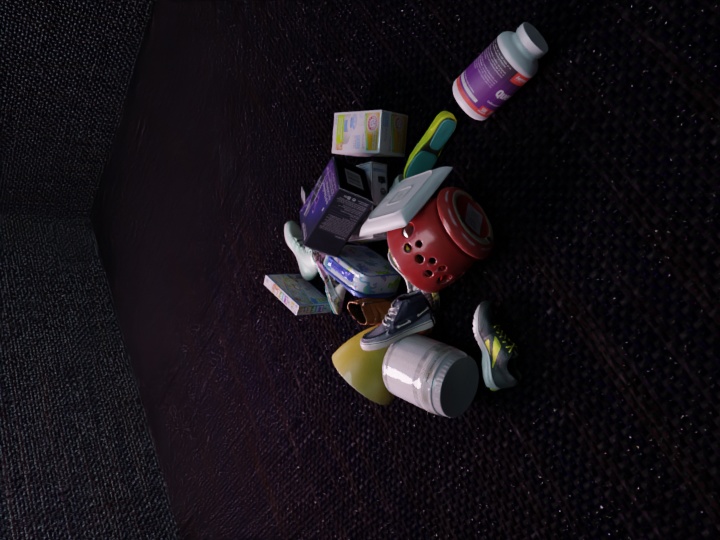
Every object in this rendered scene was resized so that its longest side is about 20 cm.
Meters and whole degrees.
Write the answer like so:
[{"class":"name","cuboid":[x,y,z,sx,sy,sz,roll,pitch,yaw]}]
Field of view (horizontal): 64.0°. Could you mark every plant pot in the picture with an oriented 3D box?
[{"class":"plant pot","cuboid":[0.186,-0.078,1.310,0.182,0.198,0.203,-38,64,37]},{"class":"plant pot","cuboid":[0.045,0.230,1.510,0.143,0.199,0.200,-52,52,10]}]

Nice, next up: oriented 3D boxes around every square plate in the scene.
[{"class":"square plate","cuboid":[0.098,-0.164,1.341,0.029,0.201,0.197,49,154,-19]}]

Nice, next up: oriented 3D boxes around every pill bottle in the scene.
[{"class":"pill bottle","cuboid":[0.298,-0.425,1.232,0.200,0.111,0.114,-39,63,43]}]

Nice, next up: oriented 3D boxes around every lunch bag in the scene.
[{"class":"lunch bag","cuboid":[0.000,0.000,1.553,0.199,0.159,0.084,35,116,41]}]

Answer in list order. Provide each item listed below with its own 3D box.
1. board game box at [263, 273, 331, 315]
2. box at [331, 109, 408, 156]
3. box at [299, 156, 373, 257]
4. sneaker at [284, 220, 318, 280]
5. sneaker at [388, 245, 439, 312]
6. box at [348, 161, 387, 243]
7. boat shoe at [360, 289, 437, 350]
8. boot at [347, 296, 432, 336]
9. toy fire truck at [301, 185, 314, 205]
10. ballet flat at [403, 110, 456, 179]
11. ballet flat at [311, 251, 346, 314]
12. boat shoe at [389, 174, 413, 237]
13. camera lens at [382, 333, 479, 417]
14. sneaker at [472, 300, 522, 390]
[{"class":"board game box","cuboid":[-0.196,0.072,1.800,0.199,0.133,0.035,37,118,42]},{"class":"box","cuboid":[0.024,-0.368,1.557,0.198,0.100,0.115,14,102,48]},{"class":"box","cuboid":[-0.067,-0.162,1.488,0.201,0.103,0.149,-54,31,31]},{"class":"sneaker","cuboid":[-0.166,-0.083,1.804,0.118,0.073,0.203,-37,74,50]},{"class":"sneaker","cuboid":[0.145,0.014,1.449,0.074,0.085,0.202,-27,91,19]},{"class":"box","cuboid":[0.015,-0.179,1.550,0.116,0.059,0.204,-3,87,48]},{"class":"boat shoe","cuboid":[0.080,0.115,1.388,0.075,0.197,0.094,-116,4,-69]},{"class":"boot","cuboid":[0.074,0.116,1.475,0.199,0.154,0.078,35,116,42]},{"class":"toy fire truck","cuboid":[-0.110,-0.143,1.708,0.176,0.126,0.204,-124,35,-72]},{"class":"ballet flat","cuboid":[0.169,-0.309,1.431,0.201,0.066,0.068,-55,32,32]},{"class":"ballet flat","cuboid":[-0.081,0.028,1.714,0.070,0.069,0.203,-22,88,13]},{"class":"boat shoe","cuboid":[0.113,-0.148,1.481,0.072,0.069,0.204,-46,43,49]},{"class":"camera lens","cuboid":[0.162,0.246,1.376,0.198,0.158,0.163,16,103,47]},{"class":"sneaker","cuboid":[0.310,0.164,1.279,0.084,0.074,0.204,-11,92,42]}]
